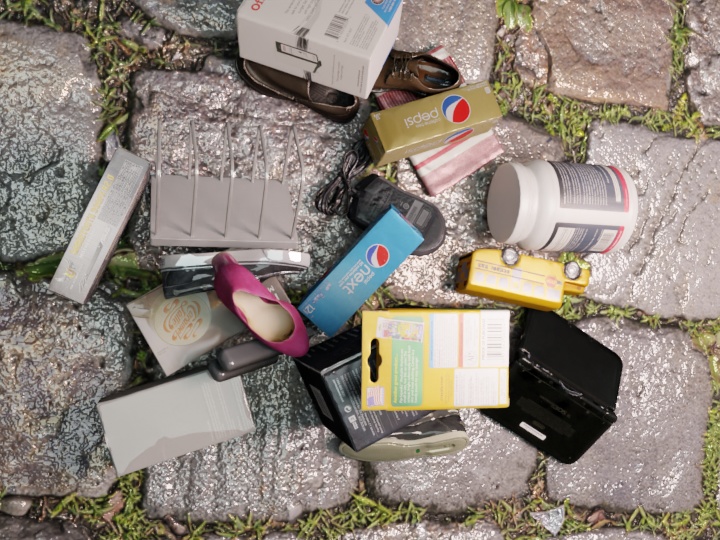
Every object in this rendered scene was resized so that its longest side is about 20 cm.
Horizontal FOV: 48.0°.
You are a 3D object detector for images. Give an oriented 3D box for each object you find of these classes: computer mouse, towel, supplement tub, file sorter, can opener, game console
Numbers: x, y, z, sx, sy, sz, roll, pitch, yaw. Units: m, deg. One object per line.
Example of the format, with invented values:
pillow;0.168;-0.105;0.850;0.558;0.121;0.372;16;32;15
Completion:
computer mouse;0.041;-0.095;1.238;0.199;0.053;0.139;35;79;-1
towel;0.120;-0.236;1.274;0.144;0.023;0.201;-31;95;-11
supplement tub;0.313;-0.099;1.260;0.199;0.140;0.141;3;88;-15
file sorter;-0.185;-0.123;1.107;0.199;0.139;0.125;1;133;-15
can opener;-0.137;0.098;1.140;0.199;0.053;0.067;-13;63;-51
game console;0.312;0.184;1.318;0.199;0.117;0.176;32;111;-11

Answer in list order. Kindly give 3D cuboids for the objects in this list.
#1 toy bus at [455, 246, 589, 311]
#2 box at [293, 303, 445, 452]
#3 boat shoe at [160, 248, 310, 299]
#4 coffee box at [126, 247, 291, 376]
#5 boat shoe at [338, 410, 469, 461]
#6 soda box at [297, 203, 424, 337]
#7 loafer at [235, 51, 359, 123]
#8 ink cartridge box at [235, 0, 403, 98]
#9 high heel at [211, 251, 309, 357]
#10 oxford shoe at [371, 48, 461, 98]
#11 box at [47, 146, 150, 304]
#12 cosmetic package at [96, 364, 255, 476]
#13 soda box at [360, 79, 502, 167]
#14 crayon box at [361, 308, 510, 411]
toy bus;0.256;0.014;1.275;0.199;0.065;0.079;12;79;-11
box;0.030;0.143;1.149;0.196;0.200;0.125;-26;97;-14
boat shoe;-0.165;0.009;1.083;0.199;0.072;0.068;-3;85;-12
coffee box;-0.215;0.047;1.147;0.199;0.080;0.115;-29;96;-14
boat shoe;0.063;0.249;1.235;0.198;0.072;0.068;-5;54;-8
soda box;0.000;0.000;1.182;0.068;0.064;0.200;42;99;-7
loafer;-0.086;-0.284;1.193;0.199;0.071;0.073;19;84;-14
ink cartridge box;-0.057;-0.349;1.146;0.199;0.084;0.147;20;60;7
high heel;-0.118;0.062;1.035;0.067;0.096;0.200;-33;124;-2
oxford shoe;0.057;-0.305;1.211;0.198;0.084;0.073;6;87;-7
box;-0.343;-0.055;1.075;0.048;0.158;0.201;25;83;-13
cosmetic package;-0.257;0.201;1.132;0.199;0.090;0.108;-14;92;-12
soda box;0.106;-0.221;1.214;0.199;0.068;0.064;-20;82;-16
crayon box;0.090;0.112;1.036;0.199;0.052;0.127;1;89;-16
